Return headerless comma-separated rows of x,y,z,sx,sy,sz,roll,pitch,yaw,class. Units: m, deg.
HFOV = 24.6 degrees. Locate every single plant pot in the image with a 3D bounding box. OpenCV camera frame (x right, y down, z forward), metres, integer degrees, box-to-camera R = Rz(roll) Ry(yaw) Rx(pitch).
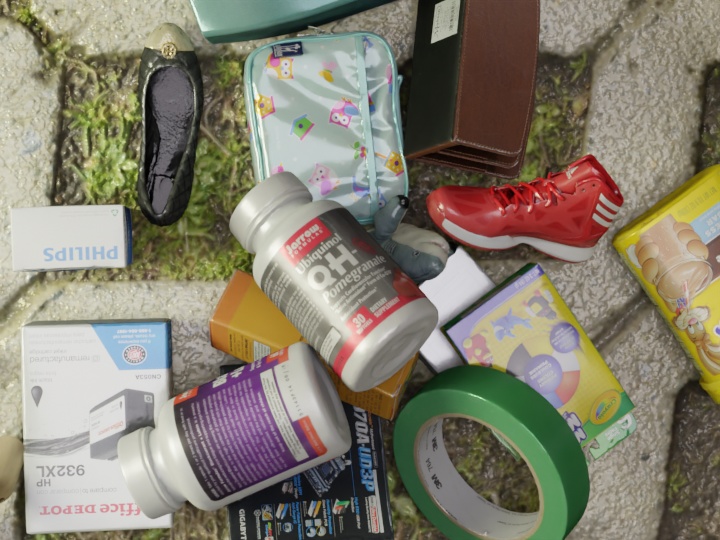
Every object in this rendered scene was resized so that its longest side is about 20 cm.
-0.074,-0.301,1.607,0.198,0.141,0.142,-21,93,2,plant pot

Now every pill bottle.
-0.118,0.154,1.529,0.199,0.111,0.112,-24,93,6,pill bottle
-0.030,0.006,1.533,0.111,0.111,0.200,-42,72,-4,pill bottle

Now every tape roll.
0.125,0.190,1.607,0.201,0.200,0.048,54,48,-4,tape roll

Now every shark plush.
0.000,0.000,1.610,0.198,0.084,0.091,-15,134,24,shark plush

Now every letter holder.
0.134,-0.202,1.616,0.141,0.100,0.202,10,80,-26,letter holder

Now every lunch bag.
-0.032,-0.140,1.638,0.159,0.077,0.202,-7,93,-5,lunch bag

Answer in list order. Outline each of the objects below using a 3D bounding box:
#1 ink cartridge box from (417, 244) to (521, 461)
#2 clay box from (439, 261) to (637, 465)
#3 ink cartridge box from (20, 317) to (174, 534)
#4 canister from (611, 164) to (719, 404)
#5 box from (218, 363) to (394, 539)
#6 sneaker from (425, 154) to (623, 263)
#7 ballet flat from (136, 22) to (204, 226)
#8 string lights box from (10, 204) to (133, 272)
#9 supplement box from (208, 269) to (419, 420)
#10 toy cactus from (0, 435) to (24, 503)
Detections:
0.123,0.081,1.668,0.104,0.059,0.200,-43,95,-4,ink cartridge box
0.181,0.106,1.620,0.115,0.048,0.201,-36,94,-3,clay box
-0.255,0.150,1.617,0.144,0.084,0.202,-1,91,-6,ink cartridge box
0.366,0.012,1.680,0.148,0.087,0.201,-35,93,-5,canister
-0.055,0.184,1.613,0.157,0.046,0.202,-4,62,-6,box
0.168,-0.078,1.622,0.198,0.079,0.116,7,134,-30,sneaker
-0.187,-0.144,1.632,0.066,0.057,0.202,1,91,-7,ballet flat
-0.268,-0.030,1.554,0.102,0.200,0.060,-2,91,-6,string lights box
-0.046,0.073,1.612,0.198,0.069,0.067,22,61,11,supplement box
-0.378,0.230,1.588,0.101,0.201,0.166,17,48,9,toy cactus
